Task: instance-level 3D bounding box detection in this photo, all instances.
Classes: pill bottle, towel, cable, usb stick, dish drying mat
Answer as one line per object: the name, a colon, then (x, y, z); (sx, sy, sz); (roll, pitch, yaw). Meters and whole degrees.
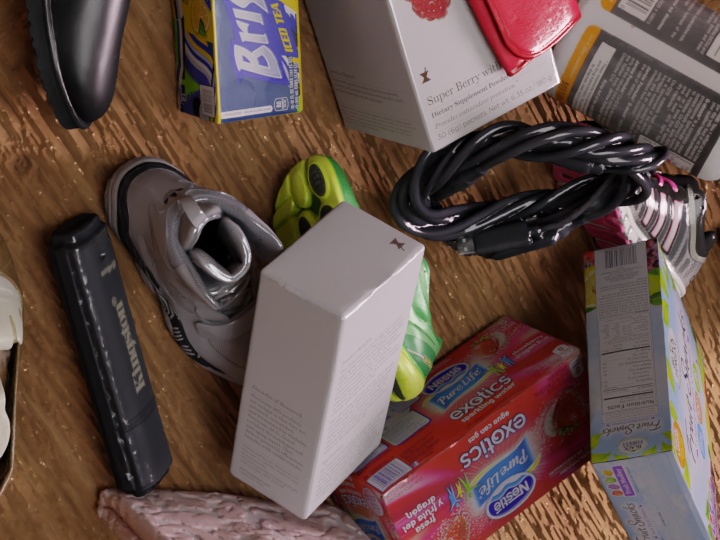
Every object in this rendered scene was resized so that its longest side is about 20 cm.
pill bottle: (0.245, -0.138, 1.425); (0.200, 0.116, 0.117); (30, 84, 7)
towel: (-0.059, 0.200, 1.331); (0.200, 0.191, 0.032); (10, 101, -33)
cable: (0.123, -0.068, 1.380); (0.163, 0.199, 0.051); (44, 37, -56)
usb stick: (-0.171, 0.060, 1.315); (0.055, 0.033, 0.201); (-43, 126, -53)
dish drying mat: (0.086, -0.231, 1.272); (0.077, 0.018, 0.200); (-42, 120, -21)

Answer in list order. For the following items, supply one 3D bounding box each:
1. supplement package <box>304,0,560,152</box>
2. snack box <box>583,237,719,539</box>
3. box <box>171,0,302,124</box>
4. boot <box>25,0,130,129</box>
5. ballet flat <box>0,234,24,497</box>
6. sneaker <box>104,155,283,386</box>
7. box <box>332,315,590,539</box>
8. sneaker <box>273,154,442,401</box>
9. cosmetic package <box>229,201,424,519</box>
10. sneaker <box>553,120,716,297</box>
supplement package: (0.037, -0.203, 1.330); (0.121, 0.120, 0.200); (-30, 116, -23)
snack box: (0.224, 0.106, 1.467); (0.067, 0.200, 0.169); (-13, 137, 16)
box: (-0.086, -0.204, 1.288); (0.070, 0.064, 0.201); (-11, 109, -29)
boot: (-0.130, -0.194, 1.216); (0.162, 0.073, 0.199); (-6, 103, 6)
ballet flat: (-0.249, 0.064, 1.250); (0.068, 0.072, 0.201); (0, 102, -29)
sneaker: (-0.093, 0.014, 1.308); (0.075, 0.115, 0.200); (-41, 120, -16)
box: (0.080, 0.134, 1.455); (0.200, 0.100, 0.096); (-34, 121, -21)
sneaker: (0.000, 0.000, 1.401); (0.084, 0.074, 0.200); (-47, 122, -43)
cosmetic package: (-0.026, 0.064, 1.323); (0.101, 0.071, 0.200); (-41, 153, -43)
sneaker: (0.223, -0.059, 1.514); (0.087, 0.074, 0.200); (-47, 126, -13)
